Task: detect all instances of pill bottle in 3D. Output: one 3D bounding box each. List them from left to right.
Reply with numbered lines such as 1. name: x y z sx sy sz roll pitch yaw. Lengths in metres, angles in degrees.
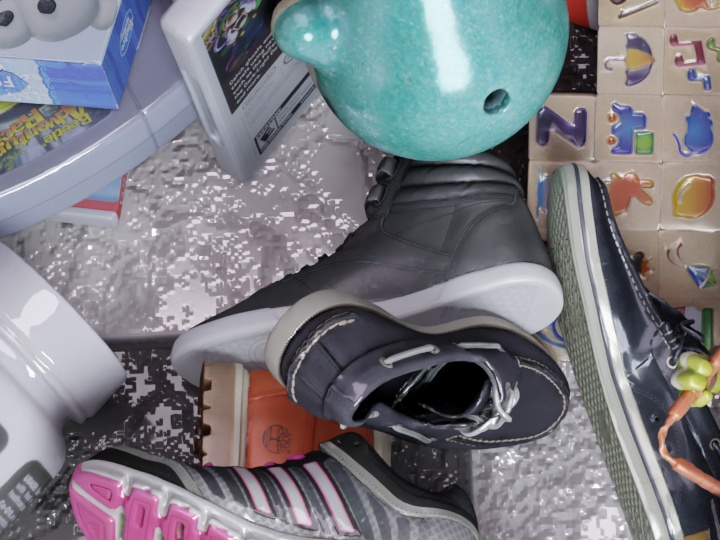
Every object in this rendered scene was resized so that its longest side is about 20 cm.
1. pill bottle: -0.215 0.089 1.320 0.114 0.114 0.200 42 79 14

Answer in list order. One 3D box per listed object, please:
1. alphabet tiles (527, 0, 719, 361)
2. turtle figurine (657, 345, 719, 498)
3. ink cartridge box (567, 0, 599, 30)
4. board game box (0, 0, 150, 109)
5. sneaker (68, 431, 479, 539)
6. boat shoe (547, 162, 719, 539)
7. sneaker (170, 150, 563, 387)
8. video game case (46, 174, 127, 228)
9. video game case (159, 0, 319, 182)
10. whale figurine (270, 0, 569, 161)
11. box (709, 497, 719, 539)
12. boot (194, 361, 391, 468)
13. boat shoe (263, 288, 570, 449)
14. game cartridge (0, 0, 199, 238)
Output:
1. alphabet tiles: 0.166 -0.053 1.358 0.166 0.008 0.202 1 95 4
2. turtle figurine: 0.208 0.036 1.295 0.199 0.064 0.163 10 83 -36
3. ink cartridge box: 0.129 -0.171 1.352 0.199 0.163 0.050 -17 52 -3
4. board game box: -0.195 -0.179 1.391 0.197 0.043 0.201 5 59 14
5. sneaker: -0.033 0.114 1.253 0.198 0.074 0.088 14 44 12
6. boat shoe: 0.138 0.042 1.328 0.062 0.075 0.201 -18 86 -8
7. sneaker: 0.000 0.000 1.365 0.199 0.071 0.100 -15 52 12
8. video game case: -0.180 -0.127 1.433 0.142 0.017 0.202 6 74 5
9. video game case: -0.017 -0.155 1.346 0.023 0.182 0.200 35 78 16
10. whale figurine: 0.036 -0.134 1.281 0.158 0.201 0.104 -25 51 -11
11. box: 0.259 0.203 1.208 0.195 0.118 0.202 -5 112 2
12. boot: -0.028 0.146 1.316 0.106 0.075 0.202 4 78 -9
13. boat shoe: 0.039 0.061 1.279 0.063 0.199 0.073 45 109 38
14. game cartridge: -0.178 -0.083 1.372 0.199 0.041 0.134 -28 58 -5
